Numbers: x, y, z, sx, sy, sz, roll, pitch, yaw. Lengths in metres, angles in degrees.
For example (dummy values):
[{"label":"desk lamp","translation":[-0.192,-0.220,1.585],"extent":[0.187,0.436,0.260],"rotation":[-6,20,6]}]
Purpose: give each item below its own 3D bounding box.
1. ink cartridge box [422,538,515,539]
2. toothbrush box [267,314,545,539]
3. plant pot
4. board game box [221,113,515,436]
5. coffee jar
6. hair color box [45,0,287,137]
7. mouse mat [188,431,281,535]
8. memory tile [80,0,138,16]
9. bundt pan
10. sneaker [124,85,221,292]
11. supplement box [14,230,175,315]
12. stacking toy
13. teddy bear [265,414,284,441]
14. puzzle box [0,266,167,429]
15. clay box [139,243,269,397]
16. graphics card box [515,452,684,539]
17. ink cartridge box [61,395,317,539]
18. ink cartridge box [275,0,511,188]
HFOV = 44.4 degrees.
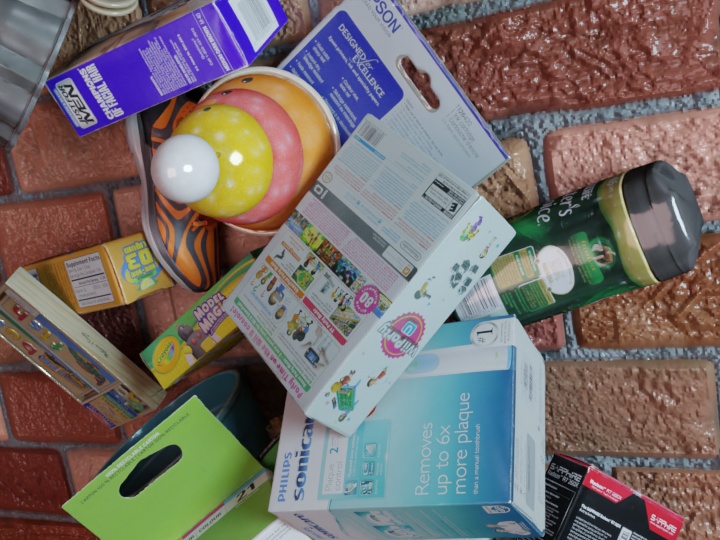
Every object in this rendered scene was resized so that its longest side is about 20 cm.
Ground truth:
[{"label":"ink cartridge box","translation":[0.091,0.263,0.788],"extent":[0.082,0.146,0.203],"rotation":[-5,103,26]},{"label":"toothbrush box","translation":[0.039,0.128,0.695],"extent":[0.198,0.148,0.085],"rotation":[-9,145,27]},{"label":"plant pot","translation":[-0.142,0.237,0.876],"extent":[0.199,0.200,0.189],"rotation":[-30,105,29]},{"label":"board game box","translation":[0.000,0.000,0.686],"extent":[0.201,0.064,0.148],"rotation":[-50,47,5]},{"label":"coffee jar","translation":[0.167,-0.015,0.697],"extent":[0.198,0.104,0.086],"rotation":[-21,95,28]},{"label":"hair color box","translation":[-0.175,-0.199,0.798],"extent":[0.198,0.110,0.065],"rotation":[-17,118,27]},{"label":"mouse mat","translation":[-0.072,0.248,0.806],"extent":[0.200,0.008,0.161],"rotation":[-47,118,1]},{"label":"memory tile","translation":[-0.243,-0.300,0.791],"extent":[0.199,0.153,0.017],"rotation":[37,137,12]},{"label":"bundt pan","translation":[-0.324,-0.218,0.822],"extent":[0.075,0.203,0.202],"rotation":[24,122,-26]},{"label":"sneaker","translation":[-0.153,-0.082,0.848],"extent":[0.111,0.077,0.203],"rotation":[-12,99,29]},{"label":"supplement box","translation":[-0.279,0.008,0.914],"extent":[0.198,0.066,0.070],"rotation":[-7,102,43]},{"label":"stacking toy","translation":[-0.104,-0.089,0.698],"extent":[0.144,0.200,0.148],"rotation":[2,101,12]},{"label":"teddy bear","translation":[-0.015,0.126,0.830],"extent":[0.143,0.067,0.203],"rotation":[2,102,-14]},{"label":"puzzle box","translation":[-0.311,0.089,0.939],"extent":[0.200,0.026,0.133],"rotation":[44,143,-15]},{"label":"clay box","translation":[-0.127,0.042,0.849],"extent":[0.199,0.115,0.048],"rotation":[-38,86,28]},{"label":"graphics card box","translation":[0.173,0.266,0.720],"extent":[0.125,0.051,0.202],"rotation":[30,81,-26]},{"label":"ink cartridge box","translation":[-0.126,0.228,0.732],"extent":[0.147,0.076,0.201],"rotation":[-39,120,-2]},{"label":"ink cartridge box","translation":[0.006,-0.119,0.781],"extent":[0.199,0.047,0.199],"rotation":[-37,86,27]}]
